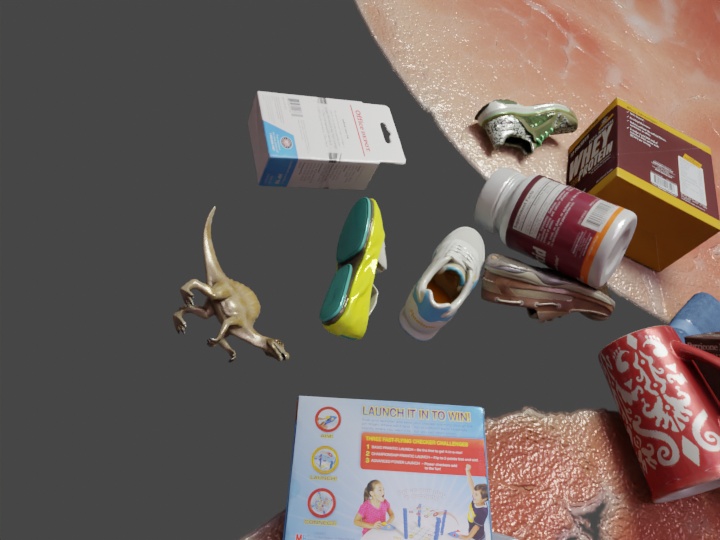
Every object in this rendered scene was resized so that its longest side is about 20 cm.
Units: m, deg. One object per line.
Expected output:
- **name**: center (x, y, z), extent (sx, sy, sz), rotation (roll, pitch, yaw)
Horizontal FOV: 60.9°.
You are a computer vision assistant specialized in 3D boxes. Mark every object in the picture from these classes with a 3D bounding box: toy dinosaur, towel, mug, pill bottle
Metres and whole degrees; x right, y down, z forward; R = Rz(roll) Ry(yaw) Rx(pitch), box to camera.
- **toy dinosaur**: center (-0.161, 0.032, 0.697), extent (0.101, 0.058, 0.201), rotation (-22, 78, -49)
- **towel**: center (0.519, 0.121, 0.946), extent (0.200, 0.049, 0.112), rotation (-33, 79, -35)
- **mug**: center (0.424, 0.176, 0.801), extent (0.133, 0.177, 0.201), rotation (33, 34, -51)
- **pill bottle**: center (0.271, -0.067, 0.871), extent (0.200, 0.115, 0.114), rotation (30, 47, 29)

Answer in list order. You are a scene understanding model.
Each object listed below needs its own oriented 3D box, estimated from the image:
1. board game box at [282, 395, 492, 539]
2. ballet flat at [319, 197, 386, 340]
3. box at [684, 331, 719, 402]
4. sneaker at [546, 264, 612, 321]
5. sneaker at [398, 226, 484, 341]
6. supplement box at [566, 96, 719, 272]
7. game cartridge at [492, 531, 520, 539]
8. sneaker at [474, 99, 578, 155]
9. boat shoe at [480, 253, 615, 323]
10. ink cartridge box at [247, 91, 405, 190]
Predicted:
- **board game box**: center (0.026, 0.232, 0.609), extent (0.199, 0.056, 0.197), rotation (4, 56, -1)
- **ballet flat**: center (0.000, 0.000, 0.783), extent (0.067, 0.067, 0.201), rotation (35, 52, -28)
- **box**: center (0.508, 0.185, 0.820), extent (0.075, 0.100, 0.201), rotation (-2, 86, -24)
- **sneaker**: center (0.328, -0.021, 0.929), extent (0.070, 0.076, 0.201), rotation (-16, 67, -32)
- **sneaker**: center (0.125, 0.005, 0.817), extent (0.076, 0.081, 0.200), rotation (34, 51, 1)
- **supplement box**: center (0.469, -0.145, 1.036), extent (0.197, 0.133, 0.201), rotation (25, 53, -8)
- **game cartridge**: center (0.149, 0.337, 0.603), extent (0.199, 0.041, 0.133), rotation (16, 47, 15)
- **sneaker**: center (0.293, -0.236, 1.063), extent (0.199, 0.077, 0.089), rotation (-3, 74, -20)
- **boat shoe**: center (0.261, 0.036, 0.870), extent (0.199, 0.072, 0.076), rotation (16, 13, -6)
- **ink cartridge box**: center (-0.048, -0.178, 0.861), extent (0.199, 0.067, 0.116), rotation (0, 60, -24)
